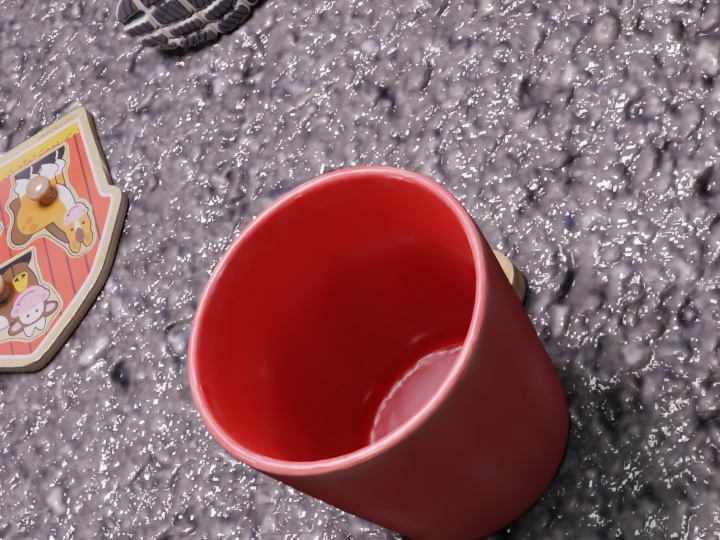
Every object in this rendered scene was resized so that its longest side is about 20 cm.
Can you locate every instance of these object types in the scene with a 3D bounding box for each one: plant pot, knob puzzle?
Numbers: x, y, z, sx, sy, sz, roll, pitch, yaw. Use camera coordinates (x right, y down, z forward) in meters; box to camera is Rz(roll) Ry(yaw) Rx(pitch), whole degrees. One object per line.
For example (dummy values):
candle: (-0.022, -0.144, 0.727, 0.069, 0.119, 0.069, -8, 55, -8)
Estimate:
plant pot: (0.025, 0.064, 1.373, 0.200, 0.177, 0.200, -16, 55, 24)
knob puzzle: (-0.259, -0.011, 1.699, 0.220, 0.030, 0.220, -16, 55, 23)

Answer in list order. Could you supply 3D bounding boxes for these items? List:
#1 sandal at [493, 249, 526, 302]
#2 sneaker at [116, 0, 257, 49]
sandal: (0.002, -0.005, 1.503, 0.212, 0.070, 0.078, 3, 64, 34)
sneaker: (-0.098, -0.241, 1.728, 0.200, 0.078, 0.080, -40, 29, -1)
